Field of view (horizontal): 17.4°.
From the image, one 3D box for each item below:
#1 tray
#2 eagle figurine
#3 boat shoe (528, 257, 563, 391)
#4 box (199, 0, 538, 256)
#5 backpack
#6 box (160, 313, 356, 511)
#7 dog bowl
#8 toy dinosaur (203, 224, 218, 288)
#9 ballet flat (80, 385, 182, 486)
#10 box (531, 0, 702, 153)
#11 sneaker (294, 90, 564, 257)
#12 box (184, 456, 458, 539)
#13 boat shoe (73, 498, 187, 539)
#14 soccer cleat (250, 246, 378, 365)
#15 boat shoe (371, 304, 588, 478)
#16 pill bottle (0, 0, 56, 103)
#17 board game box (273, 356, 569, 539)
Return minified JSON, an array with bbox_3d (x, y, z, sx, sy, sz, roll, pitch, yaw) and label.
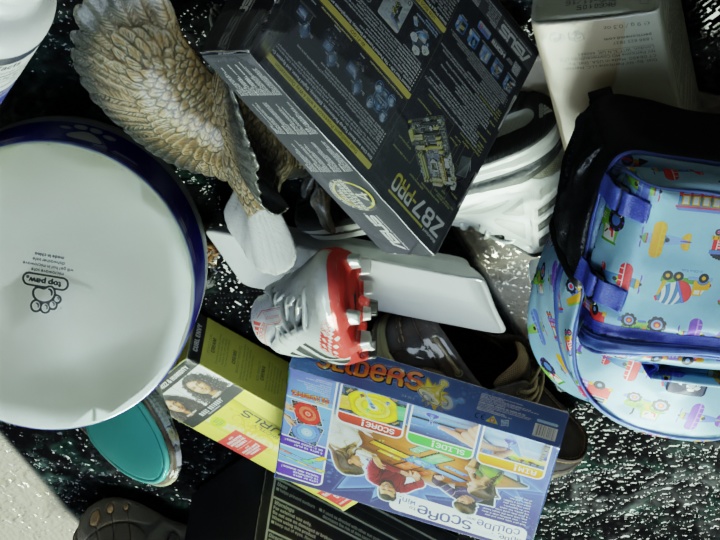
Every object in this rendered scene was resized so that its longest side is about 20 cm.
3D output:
[{"bbox_3d":[0.000,0.000,1.622,0.198,0.022,0.107,10,161,16],"label":"tray"},{"bbox_3d":[-0.078,-0.099,1.466,0.151,0.152,0.199,-32,149,31],"label":"eagle figurine"},{"bbox_3d":[0.147,0.035,1.555,0.070,0.092,0.200,-3,177,5],"label":"boat shoe"},{"bbox_3d":[0.011,-0.130,1.398,0.049,0.162,0.200,2,147,43],"label":"box"},{"bbox_3d":[0.191,0.014,1.377,0.181,0.135,0.201,10,116,-11],"label":"backpack"},{"bbox_3d":[-0.067,0.107,1.779,0.199,0.050,0.075,31,135,-26],"label":"box"},{"bbox_3d":[-0.204,0.002,1.576,0.198,0.079,0.202,0,104,1],"label":"dog bowl"},{"bbox_3d":[-0.202,-0.004,1.658,0.199,0.102,0.137,16,119,14],"label":"toy dinosaur"},{"bbox_3d":[-0.184,0.088,1.712,0.200,0.072,0.072,31,152,32],"label":"ballet flat"},{"bbox_3d":[0.162,-0.114,1.445,0.077,0.095,0.201,-4,137,14],"label":"box"},{"bbox_3d":[0.062,-0.037,1.566,0.199,0.076,0.116,-17,132,24],"label":"sneaker"},{"bbox_3d":[-0.038,0.275,1.857,0.199,0.199,0.123,30,137,-25],"label":"box"},{"bbox_3d":[-0.146,0.252,1.945,0.199,0.075,0.073,29,144,-11],"label":"boat shoe"},{"bbox_3d":[-0.033,0.028,1.563,0.084,0.069,0.200,0,171,3],"label":"soccer cleat"},{"bbox_3d":[0.097,0.087,1.710,0.199,0.075,0.073,31,135,-27],"label":"boat shoe"},{"bbox_3d":[-0.255,-0.156,1.448,0.115,0.116,0.200,24,137,-19],"label":"pill bottle"},{"bbox_3d":[0.041,0.126,1.693,0.199,0.035,0.136,17,139,5],"label":"board game box"}]
